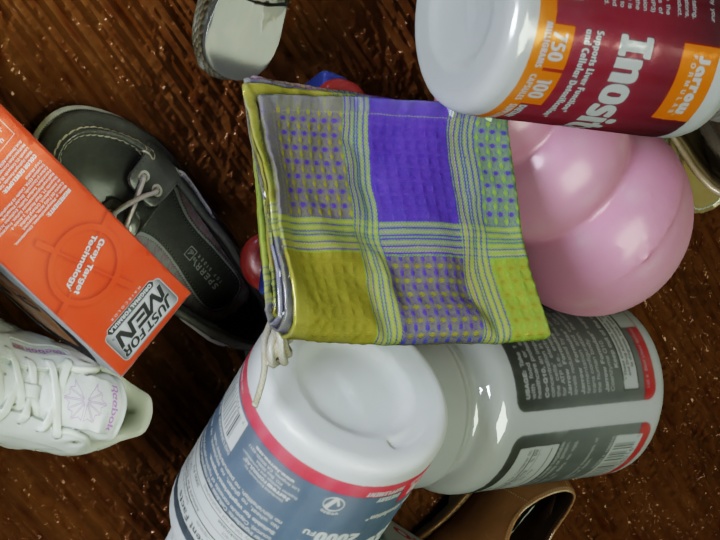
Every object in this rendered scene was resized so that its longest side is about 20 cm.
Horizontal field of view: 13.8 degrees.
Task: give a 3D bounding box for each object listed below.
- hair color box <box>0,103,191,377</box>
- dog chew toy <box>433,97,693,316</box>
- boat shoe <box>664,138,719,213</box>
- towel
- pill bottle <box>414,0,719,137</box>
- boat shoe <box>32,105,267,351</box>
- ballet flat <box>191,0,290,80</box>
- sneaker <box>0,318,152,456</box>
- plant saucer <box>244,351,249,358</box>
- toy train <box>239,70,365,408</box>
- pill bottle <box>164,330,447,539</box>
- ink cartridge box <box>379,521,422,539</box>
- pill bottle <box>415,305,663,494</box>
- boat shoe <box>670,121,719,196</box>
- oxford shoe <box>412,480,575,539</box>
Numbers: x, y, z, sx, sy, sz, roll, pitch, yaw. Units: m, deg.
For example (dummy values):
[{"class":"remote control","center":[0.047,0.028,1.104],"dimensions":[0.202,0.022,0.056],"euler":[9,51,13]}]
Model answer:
[{"class":"hair color box","center":[-0.185,-0.038,1.500],"dimensions":[0.061,0.101,0.200],"euler":[-51,125,-9]},{"class":"dog chew toy","center":[0.113,-0.062,1.762],"dimensions":[0.125,0.124,0.200],"euler":[-49,127,-7]},{"class":"boat shoe","center":[0.217,-0.114,1.846],"dimensions":[0.071,0.076,0.201],"euler":[-28,130,-27]},{"class":"towel","center":[0.019,-0.029,1.602],"dimensions":[0.199,0.023,0.145],"euler":[5,71,-40]},{"class":"pill bottle","center":[0.140,-0.134,1.655],"dimensions":[0.199,0.113,0.114],"euler":[4,112,-30]},{"class":"boat shoe","center":[-0.106,-0.022,1.633],"dimensions":[0.067,0.057,0.200],"euler":[-49,136,-7]},{"class":"ballet flat","center":[-0.041,-0.197,1.603],"dimensions":[0.067,0.046,0.201],"euler":[20,95,-23]},{"class":"sneaker","center":[-0.181,0.054,1.558],"dimensions":[0.200,0.099,0.075],"euler":[21,77,-62]},{"class":"plant saucer","center":[-0.032,0.084,1.789],"dimensions":[0.070,0.019,0.201],"euler":[-26,128,-28]},{"class":"toy train","center":[0.000,0.000,1.640],"dimensions":[0.115,0.085,0.201],"euler":[19,63,-24]},{"class":"pill bottle","center":[-0.041,0.125,1.697],"dimensions":[0.119,0.120,0.200],"euler":[-10,146,-37]},{"class":"ink cartridge box","center":[0.036,0.268,1.786],"dimensions":[0.147,0.200,0.145],"euler":[34,99,-17]},{"class":"pill bottle","center":[0.080,0.076,1.803],"dimensions":[0.199,0.114,0.115],"euler":[-3,116,-44]},{"class":"boat shoe","center":[0.187,-0.136,1.765],"dimensions":[0.200,0.071,0.065],"euler":[54,44,-17]},{"class":"oxford shoe","center":[0.064,0.202,1.903],"dimensions":[0.201,0.071,0.071],"euler":[-54,138,1]}]
